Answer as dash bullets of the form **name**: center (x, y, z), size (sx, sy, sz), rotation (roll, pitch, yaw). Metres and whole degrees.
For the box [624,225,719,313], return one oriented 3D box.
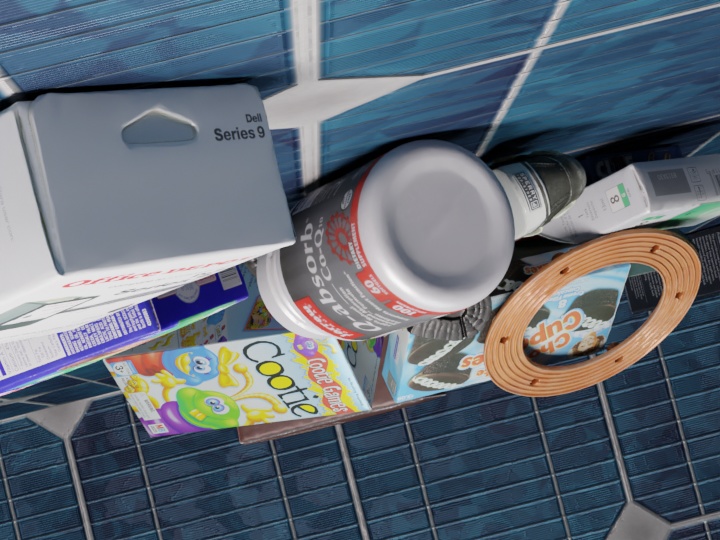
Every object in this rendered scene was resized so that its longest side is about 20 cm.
- **box**: center (0.559, -0.005, 3.081), size (0.200, 0.107, 0.148), rotation (-16, 175, 33)

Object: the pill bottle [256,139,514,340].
- **pill bottle**: center (0.011, -0.013, 1.275), size (0.116, 0.116, 0.200), rotation (-12, 174, -28)

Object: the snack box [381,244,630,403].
- **snack box**: center (0.121, 0.042, 1.545), size (0.200, 0.037, 0.116), rotation (-13, 142, -18)

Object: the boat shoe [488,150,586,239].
- **boat shoe**: center (0.113, -0.051, 1.398), size (0.064, 0.071, 0.200), rotation (-23, -176, -17)

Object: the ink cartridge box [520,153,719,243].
- **ink cartridge box**: center (0.209, -0.040, 1.546), size (0.161, 0.050, 0.200), rotation (-9, 165, -45)

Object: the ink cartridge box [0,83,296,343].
- **ink cartridge box**: center (-0.152, -0.020, 0.895), size (0.146, 0.084, 0.200), rotation (-10, 174, -44)

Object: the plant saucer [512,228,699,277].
- **plant saucer**: center (0.208, -0.019, 1.683), size (0.200, 0.036, 0.200), rotation (-9, -173, 1)

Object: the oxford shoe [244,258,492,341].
- **oxford shoe**: center (0.000, 0.000, 1.439), size (0.200, 0.073, 0.084), rotation (18, -159, -12)

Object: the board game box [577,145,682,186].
- **board game box**: center (0.174, -0.065, 1.650), size (0.135, 0.035, 0.200), rotation (-9, 173, -45)

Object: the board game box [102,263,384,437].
- **board game box**: center (-0.093, 0.058, 1.523), size (0.200, 0.103, 0.105), rotation (-9, -138, 19)

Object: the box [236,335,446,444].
- **box**: center (-0.034, 0.078, 1.920), size (0.200, 0.166, 0.164), rotation (-14, 174, 9)

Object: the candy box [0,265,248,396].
- **candy box**: center (-0.199, 0.029, 1.221), size (0.200, 0.077, 0.169), rotation (-19, -179, 17)

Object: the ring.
- **ring**: center (0.191, 0.034, 1.531), size (0.200, 0.019, 0.200), rotation (-16, 142, -13)
